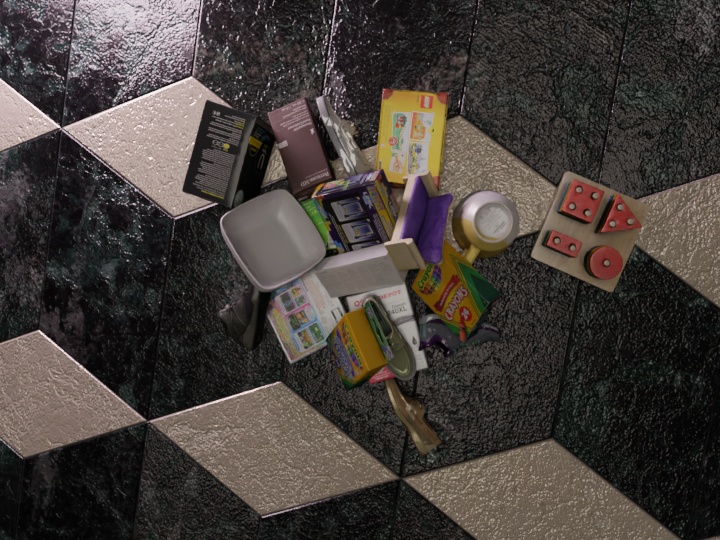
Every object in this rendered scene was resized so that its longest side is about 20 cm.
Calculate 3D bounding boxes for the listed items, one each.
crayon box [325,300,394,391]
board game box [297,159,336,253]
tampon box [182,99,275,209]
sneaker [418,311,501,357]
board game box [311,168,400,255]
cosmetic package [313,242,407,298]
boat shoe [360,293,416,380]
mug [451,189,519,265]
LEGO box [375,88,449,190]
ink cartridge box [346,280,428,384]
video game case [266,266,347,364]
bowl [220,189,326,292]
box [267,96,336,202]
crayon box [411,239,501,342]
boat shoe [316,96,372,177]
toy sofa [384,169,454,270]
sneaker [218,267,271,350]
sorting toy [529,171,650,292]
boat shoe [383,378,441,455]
[{"bbox_3d":[-0.008,0.165,1.114,0.050,0.201,0.128,-16,70,-26],"label":"crayon box"},{"bbox_3d":[-0.098,-0.149,1.227,0.093,0.030,0.206,-7,94,8],"label":"board game box"},{"bbox_3d":[-0.290,-0.249,1.184,0.123,0.150,0.205,18,95,7],"label":"tampon box"},{"bbox_3d":[0.216,0.153,1.156,0.194,0.074,0.090,11,73,-10],"label":"sneaker"},{"bbox_3d":[0.009,-0.103,1.128,0.161,0.057,0.203,-7,125,29],"label":"board game box"},{"bbox_3d":[0.000,0.000,1.146,0.196,0.051,0.083,-12,126,34],"label":"cosmetic package"},{"bbox_3d":[0.054,0.147,1.119,0.071,0.062,0.203,-31,89,7],"label":"boat shoe"},{"bbox_3d":[0.273,-0.082,1.120,0.145,0.153,0.193,-1,93,6],"label":"mug"},{"bbox_3d":[0.114,-0.288,1.168,0.144,0.077,0.207,6,94,6],"label":"LEGO box"},{"bbox_3d":[0.061,0.132,1.191,0.141,0.083,0.206,-16,91,8],"label":"ink cartridge box"},{"bbox_3d":[-0.133,0.091,1.245,0.179,0.024,0.204,-27,90,8],"label":"video game case"},{"bbox_3d":[-0.195,-0.059,1.165,0.198,0.075,0.202,-31,82,-32],"label":"bowl"},{"bbox_3d":[-0.130,-0.271,1.185,0.098,0.075,0.205,-21,81,5],"label":"box"},{"bbox_3d":[0.184,0.032,1.096,0.200,0.050,0.129,47,138,26],"label":"crayon box"},{"bbox_3d":[-0.035,-0.305,1.191,0.064,0.072,0.204,-25,90,3],"label":"boat shoe"},{"bbox_3d":[0.123,-0.105,1.070,0.095,0.083,0.204,-6,50,30],"label":"toy sofa"},{"bbox_3d":[-0.272,0.077,1.219,0.112,0.076,0.204,20,112,11],"label":"sneaker"},{"bbox_3d":[0.501,-0.084,1.133,0.194,0.070,0.205,23,95,5],"label":"sorting toy"},{"bbox_3d":[0.118,0.322,1.205,0.063,0.071,0.203,-29,99,3],"label":"boat shoe"}]
